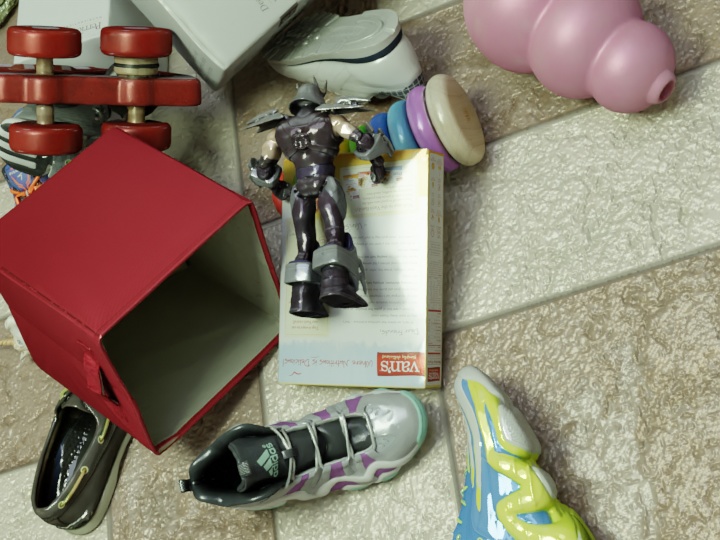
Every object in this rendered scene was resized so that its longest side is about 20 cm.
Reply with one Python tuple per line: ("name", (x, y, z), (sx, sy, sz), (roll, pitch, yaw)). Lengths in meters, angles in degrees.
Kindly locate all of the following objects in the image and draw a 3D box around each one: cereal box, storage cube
("cereal box", (0.000, 0.000, 1.135), (0.143, 0.039, 0.201), (0, 87, 27))
("storage cube", (-0.193, 0.014, 1.153), (0.179, 0.171, 0.200), (29, 61, 32))

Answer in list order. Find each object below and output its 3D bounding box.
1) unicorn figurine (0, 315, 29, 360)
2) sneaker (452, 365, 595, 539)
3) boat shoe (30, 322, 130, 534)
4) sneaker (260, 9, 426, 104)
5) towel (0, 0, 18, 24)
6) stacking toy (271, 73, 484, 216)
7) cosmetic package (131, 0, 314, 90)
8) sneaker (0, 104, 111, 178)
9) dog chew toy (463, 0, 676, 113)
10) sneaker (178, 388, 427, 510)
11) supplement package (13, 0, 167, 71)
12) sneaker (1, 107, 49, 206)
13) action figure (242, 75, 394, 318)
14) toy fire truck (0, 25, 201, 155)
("unicorn figurine", (-0.279, 0.013, 1.266), (0.199, 0.138, 0.074), (-30, 58, -10))
("sneaker", (0.098, 0.172, 1.017), (0.105, 0.076, 0.200), (-34, 57, 9))
("boat shoe", (-0.247, 0.136, 1.216), (0.071, 0.061, 0.202), (1, 67, 27))
("sneaker", (-0.020, -0.194, 1.255), (0.076, 0.081, 0.200), (-50, 34, -17))
("towel", (-0.429, -0.378, 1.569), (0.148, 0.036, 0.200), (27, 81, 35))
("stacking toy", (0.008, -0.099, 1.198), (0.199, 0.085, 0.086), (-24, 58, 23))
("cosmetic package", (-0.117, -0.302, 1.249), (0.200, 0.165, 0.165), (-44, 97, -6))
("sneaker", (-0.249, -0.128, 1.321), (0.199, 0.075, 0.116), (22, 38, -3))
("dog chew toy", (0.183, -0.205, 1.132), (0.200, 0.125, 0.125), (40, 88, 27))
("sneaker", (-0.051, 0.148, 1.058), (0.199, 0.140, 0.078), (-25, 75, 18))
("supplement package", (-0.278, -0.284, 1.399), (0.116, 0.117, 0.201), (-13, 62, 19))
("sneaker", (-0.331, -0.080, 1.352), (0.075, 0.078, 0.201), (-22, 59, 17))
("action figure", (-0.036, -0.065, 1.100), (0.130, 0.069, 0.201), (-11, 78, 34))
("toy fire truck", (-0.257, -0.177, 1.254), (0.168, 0.199, 0.113), (-141, 50, -67))
